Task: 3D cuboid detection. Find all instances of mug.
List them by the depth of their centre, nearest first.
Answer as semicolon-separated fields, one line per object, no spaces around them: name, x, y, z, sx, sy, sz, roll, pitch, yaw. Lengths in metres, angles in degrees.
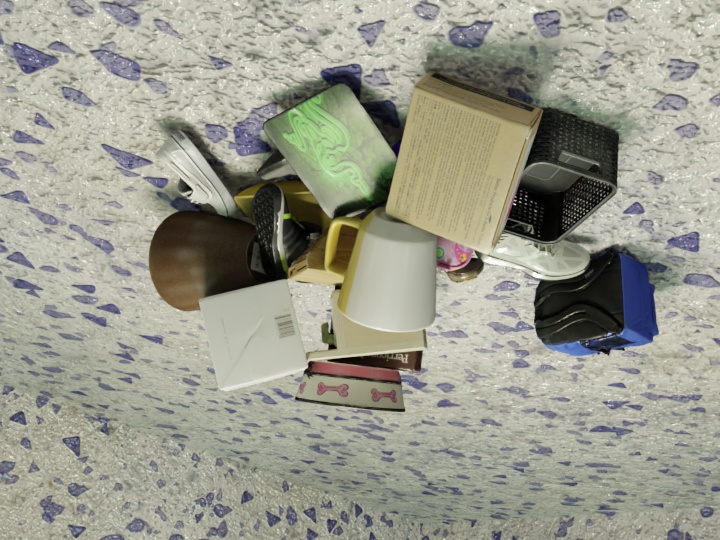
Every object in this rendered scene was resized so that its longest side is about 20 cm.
mug;0.031;-0.012;1.242;0.185;0.150;0.154;10;112;5

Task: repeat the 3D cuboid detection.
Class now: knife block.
knife block;0.000;0.000;1.400;0.176;0.200;0.064;50;142;-10

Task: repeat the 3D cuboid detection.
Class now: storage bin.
storage bin;0.273;-0.131;1.230;0.135;0.094;0.200;15;154;-11

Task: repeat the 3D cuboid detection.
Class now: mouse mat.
mouse mat;-0.031;-0.167;1.233;0.160;0.008;0.200;-21;120;31

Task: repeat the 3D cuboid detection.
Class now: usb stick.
usb stick;-0.098;-0.029;1.526;0.055;0.033;0.200;11;153;0

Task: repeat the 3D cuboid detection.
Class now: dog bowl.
dog bowl;-0.015;0.206;1.502;0.199;0.074;0.200;6;172;1

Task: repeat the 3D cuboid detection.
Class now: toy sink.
toy sink;0.009;0.088;1.431;0.199;0.113;0.130;-7;172;7

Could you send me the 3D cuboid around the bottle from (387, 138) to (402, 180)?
bottle;0.126;-0.133;1.300;0.083;0.065;0.200;-38;132;26

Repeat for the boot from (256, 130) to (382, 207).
boot;-0.062;-0.144;1.306;0.199;0.070;0.132;-14;124;42

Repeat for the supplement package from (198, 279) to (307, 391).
supplement package;-0.183;0.116;1.446;0.150;0.153;0.200;-13;173;-8

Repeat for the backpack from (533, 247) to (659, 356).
backpack;0.423;0.080;1.520;0.167;0.163;0.199;26;149;-36

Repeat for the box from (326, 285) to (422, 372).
box;0.039;0.082;1.577;0.165;0.201;0.164;5;173;8

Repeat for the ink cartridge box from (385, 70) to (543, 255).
ink cartridge box;0.136;-0.144;1.135;0.164;0.075;0.201;23;126;13

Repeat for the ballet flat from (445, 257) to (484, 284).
ballet flat;0.177;0.002;1.470;0.067;0.047;0.200;-9;-172;-2

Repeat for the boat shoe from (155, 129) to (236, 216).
boat shoe;-0.275;-0.148;1.399;0.074;0.065;0.200;40;168;41

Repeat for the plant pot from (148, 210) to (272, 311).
plant pot;-0.242;-0.019;1.501;0.199;0.188;0.187;-1;153;38

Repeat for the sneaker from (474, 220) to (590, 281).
sneaker;0.293;-0.044;1.414;0.199;0.076;0.115;9;156;7

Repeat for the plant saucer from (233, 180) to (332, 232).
plant saucer;-0.090;-0.100;1.472;0.199;0.049;0.200;-2;152;22

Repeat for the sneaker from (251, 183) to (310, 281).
sneaker;-0.126;-0.069;1.394;0.072;0.083;0.201;42;146;35

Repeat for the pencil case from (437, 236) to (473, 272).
pencil case;0.132;-0.044;1.374;0.087;0.088;0.200;12;-176;-4
